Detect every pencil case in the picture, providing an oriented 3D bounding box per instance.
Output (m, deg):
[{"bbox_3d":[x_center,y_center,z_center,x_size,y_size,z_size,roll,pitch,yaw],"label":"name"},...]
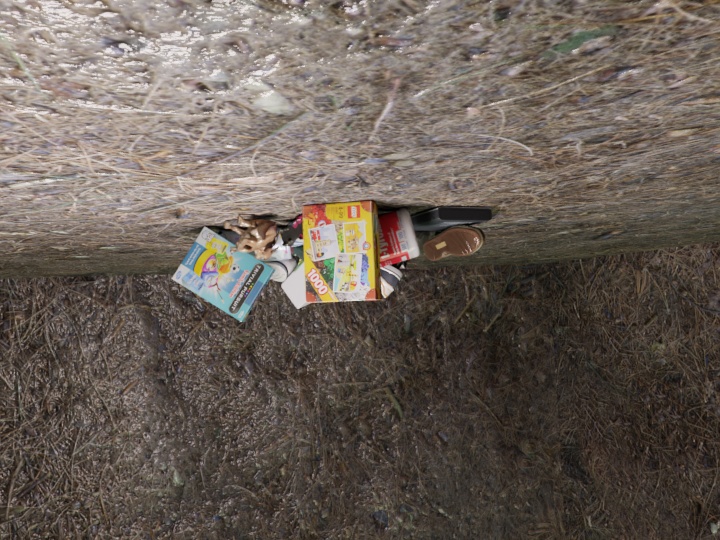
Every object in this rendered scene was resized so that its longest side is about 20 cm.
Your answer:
[{"bbox_3d":[-0.267,-0.068,1.660,0.199,0.091,0.083,-2,-149,2],"label":"pencil case"}]

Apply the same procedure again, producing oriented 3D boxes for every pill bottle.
[{"bbox_3d":[0.024,-0.058,1.442,0.199,0.113,0.112,-17,176,4],"label":"pill bottle"}]

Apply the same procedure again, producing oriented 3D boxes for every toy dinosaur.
[{"bbox_3d":[-0.226,-0.081,1.481,0.135,0.086,0.200,-1,172,-28],"label":"toy dinosaur"}]

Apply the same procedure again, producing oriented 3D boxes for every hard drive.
[{"bbox_3d":[0.198,-0.120,1.544,0.139,0.033,0.200,-2,177,-22],"label":"hard drive"}]

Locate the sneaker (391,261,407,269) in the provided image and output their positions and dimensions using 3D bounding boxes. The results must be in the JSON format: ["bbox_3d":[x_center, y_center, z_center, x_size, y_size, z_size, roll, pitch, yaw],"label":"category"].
[{"bbox_3d":[0.082,-0.046,1.713,0.081,0.074,0.200,18,-171,15],"label":"sneaker"}]

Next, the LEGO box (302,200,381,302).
[{"bbox_3d":[-0.038,-0.035,1.350,0.148,0.201,0.077,-4,177,11],"label":"LEGO box"}]

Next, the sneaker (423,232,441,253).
[{"bbox_3d":[0.221,-0.088,1.954,0.090,0.067,0.200,-13,172,31],"label":"sneaker"}]

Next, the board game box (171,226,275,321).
[{"bbox_3d":[-0.333,0.009,1.592,0.200,0.151,0.047,31,177,1],"label":"board game box"}]

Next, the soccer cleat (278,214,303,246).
[{"bbox_3d":[-0.117,-0.098,1.500,0.086,0.070,0.200,-21,-172,-30],"label":"soccer cleat"}]

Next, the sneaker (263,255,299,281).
[{"bbox_3d":[-0.260,-0.033,1.744,0.199,0.077,0.081,21,-133,21],"label":"sneaker"}]

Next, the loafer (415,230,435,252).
[{"bbox_3d":[0.142,-0.082,1.692,0.063,0.072,0.200,21,-163,15],"label":"loafer"}]

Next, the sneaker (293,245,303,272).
[{"bbox_3d":[-0.184,-0.039,1.819,0.079,0.131,0.200,-5,175,42],"label":"sneaker"}]

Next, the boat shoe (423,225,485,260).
[{"bbox_3d":[0.236,-0.077,1.574,0.075,0.075,0.202,-28,-170,-31],"label":"boat shoe"}]

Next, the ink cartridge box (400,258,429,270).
[{"bbox_3d":[0.080,-0.040,1.877,0.200,0.050,0.161,40,-158,31],"label":"ink cartridge box"}]

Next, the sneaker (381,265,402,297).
[{"bbox_3d":[0.000,0.000,1.623,0.199,0.080,0.078,25,167,22],"label":"sneaker"}]

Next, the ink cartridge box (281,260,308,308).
[{"bbox_3d":[-0.091,0.006,1.740,0.145,0.084,0.200,-44,168,36],"label":"ink cartridge box"}]
